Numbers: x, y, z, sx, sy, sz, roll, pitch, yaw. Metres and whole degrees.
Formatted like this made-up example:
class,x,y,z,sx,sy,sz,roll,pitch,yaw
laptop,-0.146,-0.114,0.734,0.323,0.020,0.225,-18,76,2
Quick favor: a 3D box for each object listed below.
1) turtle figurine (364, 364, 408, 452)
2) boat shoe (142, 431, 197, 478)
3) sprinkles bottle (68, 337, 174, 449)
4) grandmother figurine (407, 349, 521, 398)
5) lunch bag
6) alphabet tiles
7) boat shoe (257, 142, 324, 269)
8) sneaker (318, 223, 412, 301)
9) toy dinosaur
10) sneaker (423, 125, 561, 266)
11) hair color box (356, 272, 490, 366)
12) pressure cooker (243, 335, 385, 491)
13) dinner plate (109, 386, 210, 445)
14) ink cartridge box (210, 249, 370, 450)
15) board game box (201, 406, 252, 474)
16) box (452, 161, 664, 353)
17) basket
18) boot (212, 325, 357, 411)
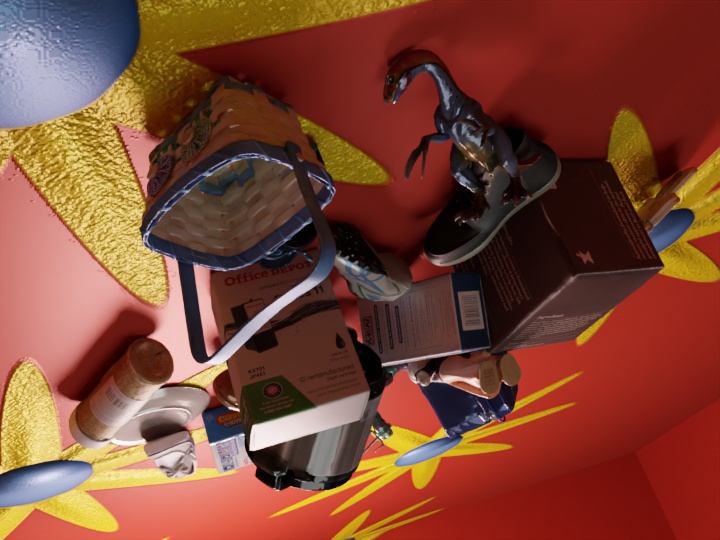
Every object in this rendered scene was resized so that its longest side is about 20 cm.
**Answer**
class,x,y,z,sx,sy,sz,roll,pitch,yaw
turtle figurine,-0.009,0.206,1.311,0.201,0.148,0.101,-50,149,-21
boat shoe,-0.302,0.308,1.383,0.072,0.067,0.200,-20,166,0
sprinkles bottle,-0.321,0.167,1.122,0.067,0.069,0.200,4,145,-43
grandmother figurine,0.128,0.140,1.176,0.119,0.062,0.199,-4,179,-29
lunch bag,0.170,0.155,1.324,0.131,0.202,0.136,-30,-173,22
alphabet tiles,0.392,-0.064,1.179,0.196,0.015,0.200,-49,174,8
boat shoe,-0.081,-0.049,0.885,0.082,0.070,0.201,-13,154,-17
sneaker,0.000,0.000,1.045,0.072,0.073,0.199,-35,151,15
toy dinosaur,0.093,-0.139,0.827,0.103,0.184,0.201,-15,-158,27
sneaker,0.132,-0.091,0.985,0.200,0.076,0.105,-42,145,19
hair color box,0.081,0.070,1.142,0.060,0.103,0.198,-1,170,-39
pressure cooker,-0.068,0.198,1.132,0.172,0.179,0.204,8,112,-23
dinner plate,-0.328,0.233,1.304,0.196,0.025,0.201,-19,154,-9
ink cartridge box,-0.089,0.089,1.000,0.144,0.203,0.084,-13,151,-17
board game box,-0.170,0.277,1.473,0.192,0.057,0.201,-16,155,-13
box,0.246,-0.016,1.098,0.161,0.169,0.201,-4,151,-31
basket,-0.106,-0.043,0.718,0.175,0.203,0.138,-37,151,29
boot,-0.108,0.132,1.229,0.198,0.075,0.155,-7,151,-47
